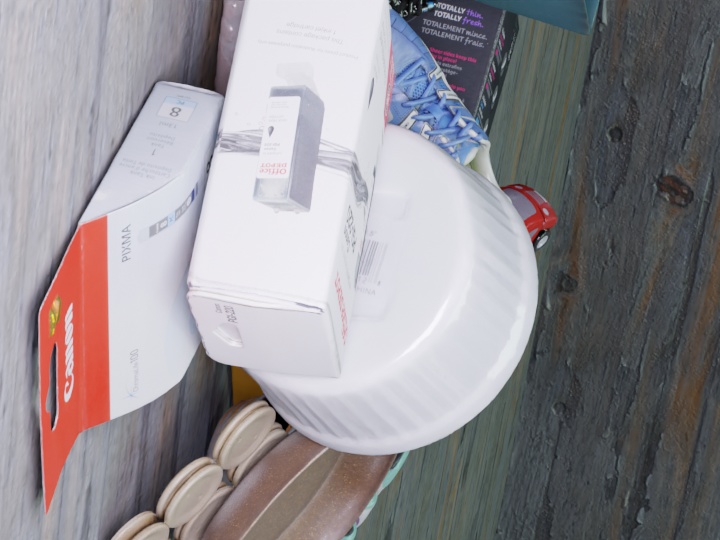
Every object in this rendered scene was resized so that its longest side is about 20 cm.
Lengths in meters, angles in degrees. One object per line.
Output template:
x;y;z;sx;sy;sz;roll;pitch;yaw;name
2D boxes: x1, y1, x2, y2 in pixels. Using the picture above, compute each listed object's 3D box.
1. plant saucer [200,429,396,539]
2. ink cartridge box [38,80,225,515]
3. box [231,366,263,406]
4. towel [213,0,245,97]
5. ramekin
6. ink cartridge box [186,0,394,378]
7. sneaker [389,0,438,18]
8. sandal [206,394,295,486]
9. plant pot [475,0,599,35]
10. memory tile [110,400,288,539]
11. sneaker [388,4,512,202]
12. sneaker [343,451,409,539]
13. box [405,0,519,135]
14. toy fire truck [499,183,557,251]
-0.050;0.161;1.609;0.200;0.037;0.201;-44;162;-18;plant saucer
-0.125;0.018;1.347;0.201;0.047;0.161;-69;169;-46;ink cartridge box
-0.060;0.049;1.795;0.201;0.041;0.120;94;13;-54;box
-0.058;-0.131;1.577;0.191;0.032;0.201;-62;162;-54;towel
0.002;0.005;1.504;0.098;0.199;0.202;41;62;-60;ramekin
-0.037;-0.054;1.397;0.146;0.084;0.202;81;21;-72;ink cartridge box
0.015;-0.206;1.741;0.074;0.081;0.201;97;13;-50;sneaker
-0.084;0.133;1.748;0.079;0.059;0.207;-52;180;-29;sandal
0.075;-0.263;1.649;0.141;0.198;0.143;46;57;-78;plant pot
-0.099;0.164;1.590;0.153;0.017;0.200;-48;161;-9;memory tile
0.049;-0.108;1.704;0.076;0.077;0.201;-49;129;-24;sneaker
-0.041;0.212;2.039;0.200;0.078;0.140;-43;173;-34;sneaker
0.039;-0.129;1.860;0.106;0.121;0.202;68;38;-74;box
0.057;0.026;1.828;0.201;0.049;0.141;-57;159;22;toy fire truck
